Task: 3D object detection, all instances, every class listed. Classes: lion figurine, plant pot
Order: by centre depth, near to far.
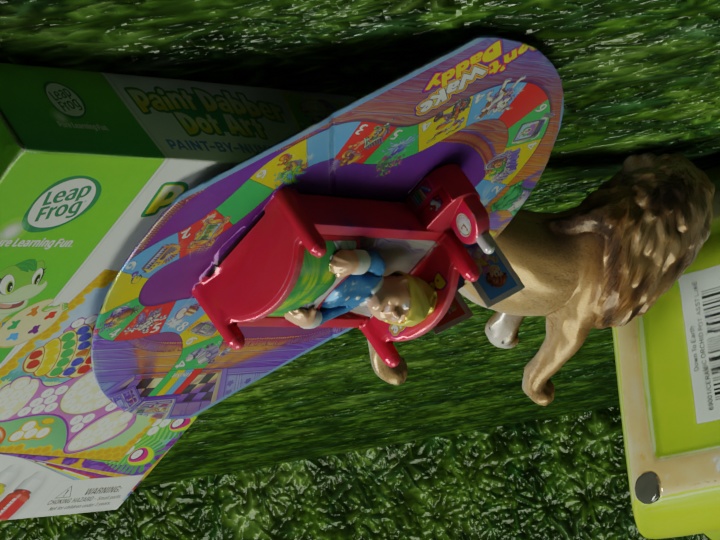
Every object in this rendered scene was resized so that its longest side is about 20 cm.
[{"bbox_3d":[0.062,-0.007,1.175,0.199,0.073,0.123,4,132,-35],"label":"lion figurine"},{"bbox_3d":[0.231,0.037,1.278,0.181,0.202,0.198,7,164,-45],"label":"plant pot"}]

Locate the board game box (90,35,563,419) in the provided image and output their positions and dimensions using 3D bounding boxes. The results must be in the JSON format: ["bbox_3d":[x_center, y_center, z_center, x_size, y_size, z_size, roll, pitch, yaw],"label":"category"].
[{"bbox_3d":[0.000,0.000,0.933,0.199,0.039,0.158,-29,155,-16],"label":"board game box"}]

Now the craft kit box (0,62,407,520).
[{"bbox_3d":[-0.109,0.014,0.921,0.199,0.049,0.198,0,136,-52],"label":"craft kit box"}]
